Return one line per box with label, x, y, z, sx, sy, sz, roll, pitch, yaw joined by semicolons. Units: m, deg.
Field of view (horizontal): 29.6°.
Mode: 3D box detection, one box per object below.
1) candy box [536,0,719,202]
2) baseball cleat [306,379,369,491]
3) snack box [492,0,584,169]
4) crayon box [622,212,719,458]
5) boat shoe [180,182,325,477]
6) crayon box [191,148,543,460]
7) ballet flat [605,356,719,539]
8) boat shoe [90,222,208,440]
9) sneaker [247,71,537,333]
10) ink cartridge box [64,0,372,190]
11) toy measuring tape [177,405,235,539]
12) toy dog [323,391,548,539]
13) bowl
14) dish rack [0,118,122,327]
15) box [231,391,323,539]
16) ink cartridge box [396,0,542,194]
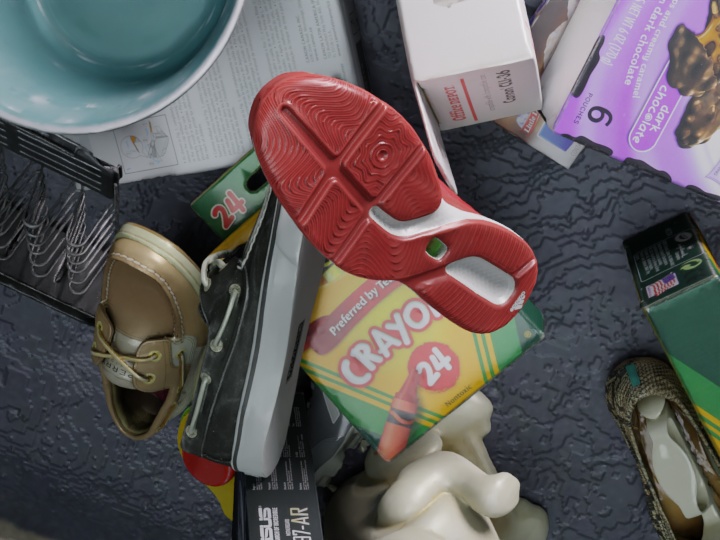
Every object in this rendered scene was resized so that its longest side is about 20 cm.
candy box;0.230;-0.128;0.800;0.200;0.072;0.168;21;110;-12
baseball cleat;-0.013;0.046;0.912;0.106;0.070;0.200;31;102;5
snack box;0.154;-0.165;0.836;0.072;0.024;0.200;30;109;-8
crayon box;0.235;0.074;0.858;0.051;0.127;0.200;-26;105;14
boat shoe;-0.062;0.018;0.769;0.064;0.071;0.200;14;101;9
crayon box;0.000;0.000;0.829;0.127;0.051;0.200;-41;94;13
ballet flat;0.222;0.152;0.911;0.068;0.075;0.200;-26;105;13
boat shoe;-0.134;0.048;0.861;0.074;0.066;0.200;26;149;15
sneaker;-0.004;-0.042;0.710;0.078;0.115;0.200;-50;127;-4
ink cartridge box;-0.101;-0.145;0.863;0.200;0.050;0.163;-8;108;14
toy measuring tape;-0.100;0.143;0.951;0.073;0.074;0.200;19;125;-1
toy dog;0.031;0.185;0.876;0.193;0.200;0.140;-15;106;10
bowl;-0.146;-0.177;0.771;0.200;0.105;0.201;1;96;9
dish rack;-0.217;-0.044;0.842;0.153;0.200;0.055;24;68;-2
box;-0.051;0.196;0.823;0.043;0.200;0.161;1;123;-8
ink cartridge box;0.058;-0.152;0.764;0.067;0.116;0.200;-11;82;9
